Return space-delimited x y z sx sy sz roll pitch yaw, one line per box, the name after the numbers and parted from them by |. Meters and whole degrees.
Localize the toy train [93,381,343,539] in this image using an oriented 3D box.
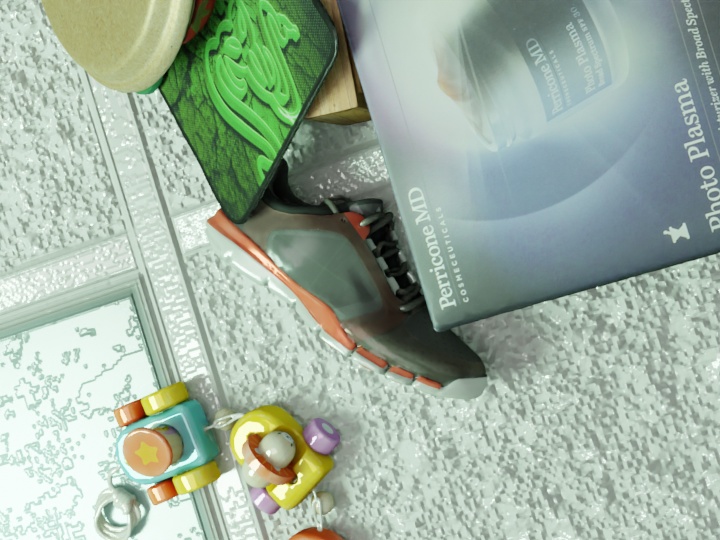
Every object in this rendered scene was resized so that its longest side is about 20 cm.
-0.087 0.155 0.807 0.200 0.056 0.151 17 100 16 | toy train

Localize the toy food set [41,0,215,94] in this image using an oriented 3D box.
-0.142 -0.205 0.752 0.198 0.049 0.200 -25 80 53 | toy food set

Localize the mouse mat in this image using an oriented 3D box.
-0.086 -0.147 0.739 0.200 0.008 0.161 58 139 23 | mouse mat

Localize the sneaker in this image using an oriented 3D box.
0.000 0.000 0.757 0.200 0.077 0.082 35 98 12 | sneaker

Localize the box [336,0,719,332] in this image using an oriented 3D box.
0.115 -0.091 0.684 0.198 0.123 0.200 -18 89 20 | box

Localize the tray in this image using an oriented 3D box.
-0.023 -0.187 0.732 0.037 0.099 0.200 -11 91 13 | tray
